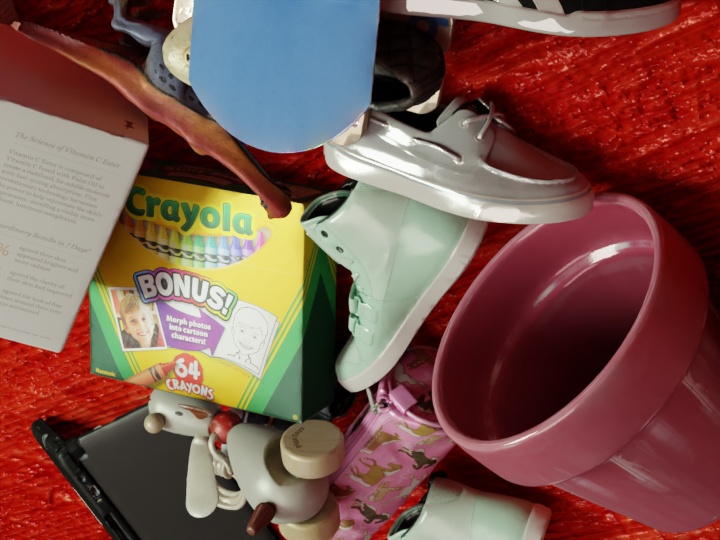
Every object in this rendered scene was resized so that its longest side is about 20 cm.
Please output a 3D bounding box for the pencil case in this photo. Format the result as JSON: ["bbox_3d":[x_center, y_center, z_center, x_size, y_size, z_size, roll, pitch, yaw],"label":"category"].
[{"bbox_3d":[0.017,0.143,1.493,0.086,0.083,0.200,28,135,-7],"label":"pencil case"}]

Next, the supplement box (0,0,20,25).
[{"bbox_3d":[-0.334,-0.199,1.424,0.101,0.103,0.200,6,133,30],"label":"supplement box"}]

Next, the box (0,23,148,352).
[{"bbox_3d":[-0.257,-0.063,1.382,0.152,0.107,0.200,17,121,-18],"label":"box"}]

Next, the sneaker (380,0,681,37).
[{"bbox_3d":[0.096,-0.206,1.135,0.199,0.073,0.112,6,113,12],"label":"sneaker"}]

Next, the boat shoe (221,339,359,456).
[{"bbox_3d":[-0.056,0.120,1.552,0.091,0.071,0.201,27,137,17],"label":"boat shoe"}]

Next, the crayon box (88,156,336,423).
[{"bbox_3d":[-0.116,0.010,1.458,0.199,0.058,0.173,11,111,27],"label":"crayon box"}]

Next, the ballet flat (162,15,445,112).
[{"bbox_3d":[-0.041,-0.139,1.226,0.199,0.057,0.067,5,114,21],"label":"ballet flat"}]

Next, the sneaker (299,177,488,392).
[{"bbox_3d":[0.000,0.000,1.391,0.118,0.074,0.201,29,131,-5],"label":"sneaker"}]

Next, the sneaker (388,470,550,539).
[{"bbox_3d":[0.077,0.249,1.566,0.118,0.074,0.201,21,128,7],"label":"sneaker"}]

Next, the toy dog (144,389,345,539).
[{"bbox_3d":[-0.101,0.155,1.473,0.200,0.096,0.132,2,115,44],"label":"toy dog"}]

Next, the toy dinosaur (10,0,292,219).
[{"bbox_3d":[-0.124,-0.107,1.335,0.182,0.199,0.105,65,159,14],"label":"toy dinosaur"}]

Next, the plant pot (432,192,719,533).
[{"bbox_3d":[0.178,0.079,1.270,0.179,0.201,0.200,39,143,-27],"label":"plant pot"}]

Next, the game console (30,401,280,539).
[{"bbox_3d":[-0.194,0.203,1.774,0.200,0.116,0.176,57,166,-22],"label":"game console"}]

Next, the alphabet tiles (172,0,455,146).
[{"bbox_3d":[-0.029,-0.184,1.241,0.195,0.015,0.201,18,120,15],"label":"alphabet tiles"}]

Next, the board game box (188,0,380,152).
[{"bbox_3d":[-0.036,-0.175,1.183,0.158,0.039,0.201,14,105,39],"label":"board game box"}]

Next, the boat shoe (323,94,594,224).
[{"bbox_3d":[0.066,-0.085,1.278,0.199,0.072,0.069,20,122,31],"label":"boat shoe"}]
